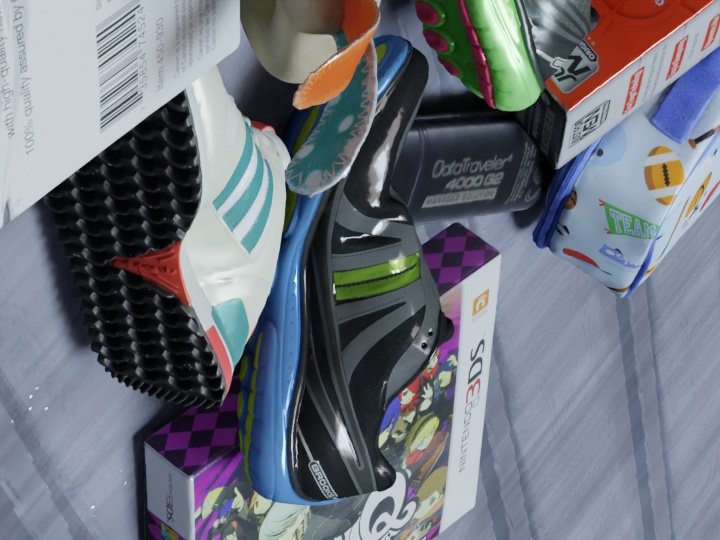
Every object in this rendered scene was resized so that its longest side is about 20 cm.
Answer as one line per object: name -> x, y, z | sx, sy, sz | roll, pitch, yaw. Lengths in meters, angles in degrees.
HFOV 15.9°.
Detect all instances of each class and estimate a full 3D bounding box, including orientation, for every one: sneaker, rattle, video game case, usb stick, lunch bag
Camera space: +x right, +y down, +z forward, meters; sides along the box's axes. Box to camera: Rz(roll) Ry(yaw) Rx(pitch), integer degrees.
sneaker -> 0.000, 0.000, 1.063 | 0.082, 0.071, 0.201 | 6, 104, -15
sneaker -> -0.068, -0.041, 0.969 | 0.200, 0.070, 0.094 | 84, 25, -48
rattle -> 0.022, -0.110, 0.859 | 0.142, 0.200, 0.131 | 5, 116, -23
video game case -> -0.017, 0.095, 1.197 | 0.200, 0.036, 0.182 | -34, 145, -32
usb stick -> 0.034, -0.047, 1.170 | 0.200, 0.032, 0.056 | -9, 120, -59
lunch bag -> 0.165, -0.090, 1.281 | 0.200, 0.075, 0.160 | -55, 171, -15
sneaker -> 0.059, -0.157, 1.035 | 0.084, 0.077, 0.201 | -37, 145, -22

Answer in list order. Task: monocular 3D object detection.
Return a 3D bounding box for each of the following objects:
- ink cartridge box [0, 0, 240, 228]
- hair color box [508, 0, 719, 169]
ink cartridge box -> -0.129, -0.089, 0.768 | 0.200, 0.083, 0.147 | -41, 148, -36
hair color box -> 0.150, -0.138, 1.163 | 0.200, 0.061, 0.102 | -38, 169, -7
